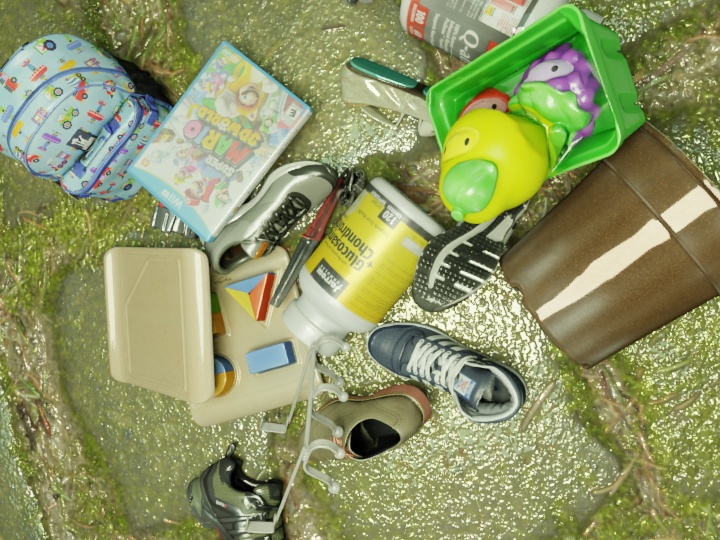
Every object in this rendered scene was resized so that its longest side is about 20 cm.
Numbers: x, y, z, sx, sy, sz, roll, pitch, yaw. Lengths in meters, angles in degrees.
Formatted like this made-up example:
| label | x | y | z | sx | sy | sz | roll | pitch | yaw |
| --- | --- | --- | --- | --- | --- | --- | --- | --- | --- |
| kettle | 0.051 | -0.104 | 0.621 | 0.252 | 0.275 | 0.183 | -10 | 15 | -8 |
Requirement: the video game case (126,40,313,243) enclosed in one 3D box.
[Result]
| label | x | y | z | sx | sy | sz | roll | pitch | yaw |
| --- | --- | --- | --- | --- | --- | --- | --- | --- | --- |
| video game case | -0.171 | -0.154 | 0.792 | 0.143 | 0.018 | 0.200 | 40 | 95 | 12 |

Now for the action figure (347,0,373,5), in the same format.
| label | x | y | z | sx | sy | sz | roll | pitch | yaw |
| --- | --- | --- | --- | --- | --- | --- | --- | --- | --- |
| action figure | 0.024 | -0.394 | 0.730 | 0.105 | 0.194 | 0.200 | 24 | 113 | -30 |

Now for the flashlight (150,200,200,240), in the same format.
| label | x | y | z | sx | sy | sz | roll | pitch | yaw |
| --- | --- | --- | --- | --- | --- | --- | --- | --- | --- |
| flashlight | -0.212 | -0.142 | 0.846 | 0.068 | 0.068 | 0.200 | 13 | 89 | 14 |

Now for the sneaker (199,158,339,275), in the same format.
| label | x | y | z | sx | sy | sz | roll | pitch | yaw |
| --- | --- | --- | --- | --- | --- | --- | --- | --- | --- |
| sneaker | -0.107 | -0.061 | 0.804 | 0.200 | 0.074 | 0.079 | -32 | 53 | 18 |

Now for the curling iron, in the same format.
| label | x | y | z | sx | sy | sz | roll | pitch | yaw |
| --- | --- | --- | --- | --- | --- | --- | --- | --- | --- |
| curling iron | -0.056 | -0.043 | 0.807 | 0.026 | 0.050 | 0.200 | 34 | 89 | -22 |

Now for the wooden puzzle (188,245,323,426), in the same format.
| label | x | y | z | sx | sy | sz | roll | pitch | yaw |
| --- | --- | --- | --- | --- | --- | --- | --- | --- | --- |
| wooden puzzle | -0.158 | 0.087 | 0.842 | 0.185 | 0.046 | 0.200 | -17 | 87 | 12 |

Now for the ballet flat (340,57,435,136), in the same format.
| label | x | y | z | sx | sy | sz | roll | pitch | yaw |
| --- | --- | --- | --- | --- | --- | --- | --- | --- | --- |
| ballet flat | 0.066 | -0.195 | 0.788 | 0.200 | 0.067 | 0.062 | 25 | 124 | 15 |

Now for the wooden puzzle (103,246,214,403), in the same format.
| label | x | y | z | sx | sy | sz | roll | pitch | yaw |
| --- | --- | --- | --- | --- | --- | --- | --- | --- | --- |
| wooden puzzle | -0.254 | 0.062 | 0.840 | 0.200 | 0.037 | 0.185 | 2 | 96 | 39 |

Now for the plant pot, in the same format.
| label | x | y | z | sx | sy | sz | roll | pitch | yaw |
| --- | --- | --- | --- | --- | --- | --- | --- | --- | --- |
| plant pot | 0.264 | -0.016 | 0.678 | 0.198 | 0.200 | 0.200 | -40 | 82 | 18 |

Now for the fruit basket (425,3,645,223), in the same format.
| label | x | y | z | sx | sy | sz | roll | pitch | yaw |
| --- | --- | --- | --- | --- | --- | --- | --- | --- | --- |
| fruit basket | 0.136 | -0.132 | 0.619 | 0.215 | 0.216 | 0.156 | -18 | 89 | 13 |

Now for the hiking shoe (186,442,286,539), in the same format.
| label | x | y | z | sx | sy | sz | roll | pitch | yaw |
| --- | --- | --- | --- | --- | --- | --- | --- | --- | --- |
| hiking shoe | -0.126 | 0.315 | 0.824 | 0.200 | 0.076 | 0.101 | 44 | 103 | 9 |

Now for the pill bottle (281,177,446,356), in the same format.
| label | x | y | z | sx | sy | sz | roll | pitch | yaw |
| --- | --- | --- | --- | --- | --- | --- | --- | --- | --- |
| pill bottle | 0.000 | 0.000 | 0.771 | 0.112 | 0.112 | 0.200 | 40 | 99 | 9 |

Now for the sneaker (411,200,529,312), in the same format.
| label | x | y | z | sx | sy | sz | roll | pitch | yaw |
| --- | --- | --- | --- | --- | --- | --- | --- | --- | --- |
| sneaker | 0.121 | -0.020 | 0.719 | 0.074 | 0.080 | 0.200 | 33 | 59 | 15 |

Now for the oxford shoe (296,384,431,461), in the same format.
| label | x | y | z | sx | sy | sz | roll | pitch | yaw |
| --- | --- | --- | --- | --- | --- | --- | --- | --- | --- |
| oxford shoe | -0.014 | 0.189 | 0.772 | 0.200 | 0.075 | 0.070 | -31 | 94 | 36 |

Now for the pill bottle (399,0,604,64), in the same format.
| label | x | y | z | sx | sy | sz | roll | pitch | yaw |
| --- | --- | --- | --- | --- | --- | --- | --- | --- | --- |
| pill bottle | 0.154 | -0.277 | 0.729 | 0.200 | 0.116 | 0.116 | 31 | 97 | 11 |

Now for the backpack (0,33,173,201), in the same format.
| label | x | y | z | sx | sy | sz | roll | pitch | yaw |
| --- | --- | --- | --- | --- | --- | --- | --- | --- | --- |
| backpack | -0.339 | -0.180 | 0.799 | 0.183 | 0.200 | 0.135 | -45 | 79 | 9 |

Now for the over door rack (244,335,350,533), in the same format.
| label | x | y | z | sx | sy | sz | roll | pitch | yaw |
| --- | --- | --- | --- | --- | --- | --- | --- | --- | --- |
| over door rack | -0.061 | 0.188 | 0.746 | 0.067 | 0.148 | 0.200 | 20 | 130 | -17 |

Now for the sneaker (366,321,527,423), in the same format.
| label | x | y | z | sx | sy | sz | roll | pitch | yaw |
| --- | --- | --- | --- | --- | --- | --- | --- | --- | --- |
| sneaker | 0.094 | 0.113 | 0.753 | 0.200 | 0.108 | 0.070 | 20 | 95 | 12 |
